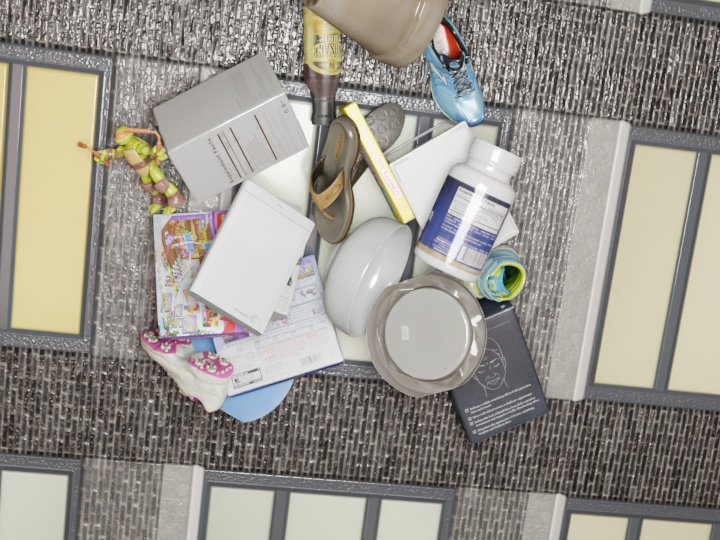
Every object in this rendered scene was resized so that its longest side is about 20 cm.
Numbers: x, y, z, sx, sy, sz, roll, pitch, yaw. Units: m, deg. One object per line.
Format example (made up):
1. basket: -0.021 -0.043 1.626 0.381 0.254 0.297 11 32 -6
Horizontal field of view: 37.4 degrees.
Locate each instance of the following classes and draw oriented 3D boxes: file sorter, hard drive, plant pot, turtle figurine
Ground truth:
1. file sorter: 0.141 -0.125 1.728 0.138 0.125 0.202 -29 104 -1
2. hard drive: -0.165 -0.020 1.628 0.131 0.027 0.202 32 67 -18
3. plant pot: 0.013 -0.425 1.586 0.171 0.200 0.203 12 101 -30
4. turtle figurine: -0.348 -0.167 1.673 0.065 0.198 0.162 -55 129 -38

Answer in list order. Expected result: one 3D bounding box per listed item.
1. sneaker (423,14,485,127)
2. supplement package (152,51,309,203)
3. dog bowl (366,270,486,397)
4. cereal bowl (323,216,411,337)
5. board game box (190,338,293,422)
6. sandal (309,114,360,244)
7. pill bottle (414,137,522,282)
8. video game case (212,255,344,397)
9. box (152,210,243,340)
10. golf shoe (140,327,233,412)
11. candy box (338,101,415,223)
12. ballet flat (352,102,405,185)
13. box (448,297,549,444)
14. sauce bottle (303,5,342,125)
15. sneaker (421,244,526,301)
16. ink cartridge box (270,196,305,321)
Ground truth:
1. sneaker: 0.145 -0.320 1.704 0.078 0.090 0.202 -27 105 0
2. supplement package: -0.201 -0.221 1.648 0.198 0.122 0.120 -26 138 0
3. dog bowl: 0.111 0.101 1.705 0.197 0.059 0.204 -1 87 19
4. cereal bowl: 0.000 0.000 1.709 0.083 0.200 0.202 28 98 18
5. board game box: -0.204 0.156 1.780 0.198 0.039 0.159 28 82 7
6. sandal: -0.045 -0.138 1.631 0.054 0.081 0.203 -16 128 -42
7. pill bottle: 0.169 -0.094 1.618 0.110 0.111 0.202 23 97 -11
8. video game case: -0.144 0.092 1.745 0.197 0.045 0.184 -16 80 -2
9. box: -0.261 0.007 1.714 0.135 0.039 0.203 -3 79 -6
10. golf shoe: -0.289 0.160 1.722 0.075 0.199 0.093 -18 125 -46
11. candy box: 0.024 -0.171 1.672 0.026 0.102 0.202 -29 100 -4
12. ballet flat: 0.000 -0.191 1.742 0.067 0.046 0.201 37 90 -9
13. box: 0.213 0.164 1.807 0.147 0.107 0.202 -21 104 -1
14. sauce bottle: -0.058 -0.334 1.690 0.065 0.066 0.203 -4 103 -6
15. sneaker: 0.183 0.022 1.761 0.198 0.131 0.080 -24 105 -1
16. ink cartridge box: -0.153 -0.035 1.691 0.115 0.068 0.203 19 71 -21
